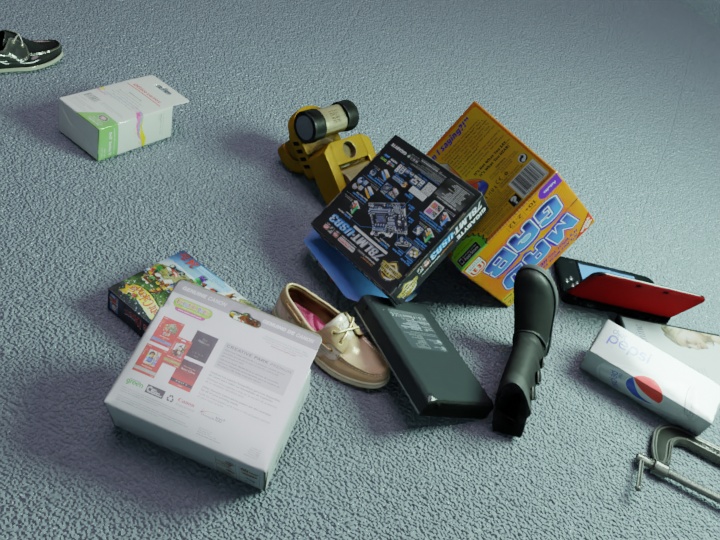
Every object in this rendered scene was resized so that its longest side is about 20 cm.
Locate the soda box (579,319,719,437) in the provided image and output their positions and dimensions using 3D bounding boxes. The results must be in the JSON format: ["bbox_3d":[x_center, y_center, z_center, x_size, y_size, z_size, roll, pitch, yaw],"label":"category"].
[{"bbox_3d":[0.440,0.163,1.143,0.199,0.064,0.068,33,64,17],"label":"soda box"}]

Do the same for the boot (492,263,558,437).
[{"bbox_3d":[0.228,0.109,1.066,0.065,0.166,0.200,3,31,28],"label":"boot"}]

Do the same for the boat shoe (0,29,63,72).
[{"bbox_3d":[-0.652,-0.415,1.414,0.199,0.068,0.072,-22,51,-41],"label":"boat shoe"}]

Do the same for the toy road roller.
[{"bbox_3d":[-0.063,-0.204,1.378,0.122,0.145,0.202,-27,93,-43],"label":"toy road roller"}]

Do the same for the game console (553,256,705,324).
[{"bbox_3d":[0.456,0.013,1.300,0.198,0.119,0.173,13,38,-7],"label":"game console"}]

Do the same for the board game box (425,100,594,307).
[{"bbox_3d":[0.213,-0.102,1.214,0.199,0.200,0.200,29,18,-53],"label":"board game box"}]

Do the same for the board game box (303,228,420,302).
[{"bbox_3d":[0.000,0.000,1.199,0.157,0.039,0.200,-9,47,-37],"label":"board game box"}]

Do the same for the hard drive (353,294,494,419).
[{"bbox_3d":[0.089,0.120,1.059,0.139,0.033,0.201,13,33,-42],"label":"hard drive"}]

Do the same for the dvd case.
[{"bbox_3d":[0.532,0.143,1.255,0.198,0.018,0.143,11,39,-9],"label":"dvd case"}]

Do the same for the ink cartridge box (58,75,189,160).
[{"bbox_3d":[-0.415,-0.275,1.338,0.117,0.068,0.199,36,42,22],"label":"ink cartridge box"}]

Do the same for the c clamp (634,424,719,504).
[{"bbox_3d":[0.475,0.291,1.053,0.198,0.027,0.171,23,33,8],"label":"c clamp"}]

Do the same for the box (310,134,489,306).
[{"bbox_3d":[0.055,-0.081,1.133,0.199,0.050,0.200,-48,55,-3],"label":"box"}]

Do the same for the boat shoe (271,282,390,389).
[{"bbox_3d":[-0.039,0.088,1.049,0.199,0.070,0.074,31,39,15],"label":"boat shoe"}]

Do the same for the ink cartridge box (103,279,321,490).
[{"bbox_3d":[-0.165,0.131,0.891,0.198,0.084,0.177,22,60,5],"label":"ink cartridge box"}]

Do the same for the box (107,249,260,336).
[{"bbox_3d":[-0.226,0.063,1.029,0.199,0.038,0.136,35,41,20],"label":"box"}]
